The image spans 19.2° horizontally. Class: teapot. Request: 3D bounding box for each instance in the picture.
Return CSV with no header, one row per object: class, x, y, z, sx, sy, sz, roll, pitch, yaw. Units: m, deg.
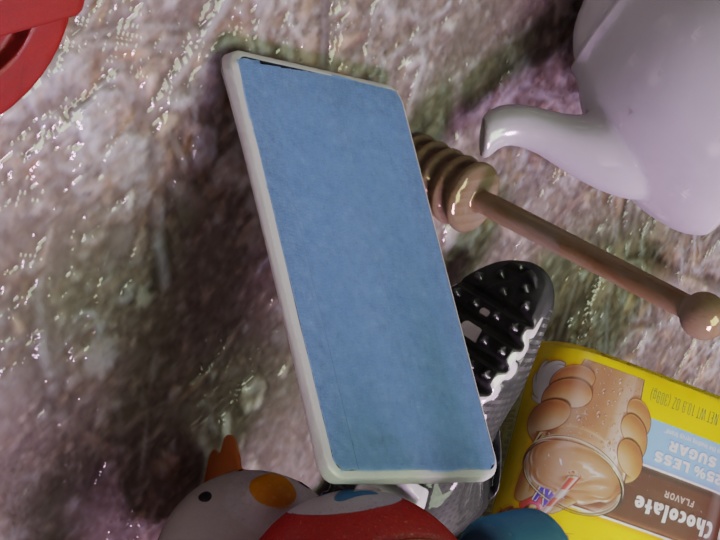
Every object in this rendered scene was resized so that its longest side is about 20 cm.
teapot,0.181,-0.130,1.116,0.198,0.146,0.200,-53,174,32

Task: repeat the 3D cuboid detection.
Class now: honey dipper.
honey dipper,0.096,-0.014,1.029,0.038,0.199,0.038,-30,135,-36

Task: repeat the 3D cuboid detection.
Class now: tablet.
tablet,0.000,0.000,0.969,0.130,0.014,0.201,6,65,-51

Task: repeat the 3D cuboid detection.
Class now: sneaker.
sneaker,0.048,0.086,1.154,0.201,0.066,0.090,-59,147,2

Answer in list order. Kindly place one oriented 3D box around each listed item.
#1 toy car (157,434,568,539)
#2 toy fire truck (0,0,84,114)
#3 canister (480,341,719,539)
toy car,-0.036,0.141,0.975,0.183,0.200,0.178,-7,129,-29
toy fire truck,-0.180,-0.058,0.748,0.176,0.129,0.201,-23,141,-41
canister,0.130,0.155,1.201,0.148,0.086,0.201,20,78,-20
